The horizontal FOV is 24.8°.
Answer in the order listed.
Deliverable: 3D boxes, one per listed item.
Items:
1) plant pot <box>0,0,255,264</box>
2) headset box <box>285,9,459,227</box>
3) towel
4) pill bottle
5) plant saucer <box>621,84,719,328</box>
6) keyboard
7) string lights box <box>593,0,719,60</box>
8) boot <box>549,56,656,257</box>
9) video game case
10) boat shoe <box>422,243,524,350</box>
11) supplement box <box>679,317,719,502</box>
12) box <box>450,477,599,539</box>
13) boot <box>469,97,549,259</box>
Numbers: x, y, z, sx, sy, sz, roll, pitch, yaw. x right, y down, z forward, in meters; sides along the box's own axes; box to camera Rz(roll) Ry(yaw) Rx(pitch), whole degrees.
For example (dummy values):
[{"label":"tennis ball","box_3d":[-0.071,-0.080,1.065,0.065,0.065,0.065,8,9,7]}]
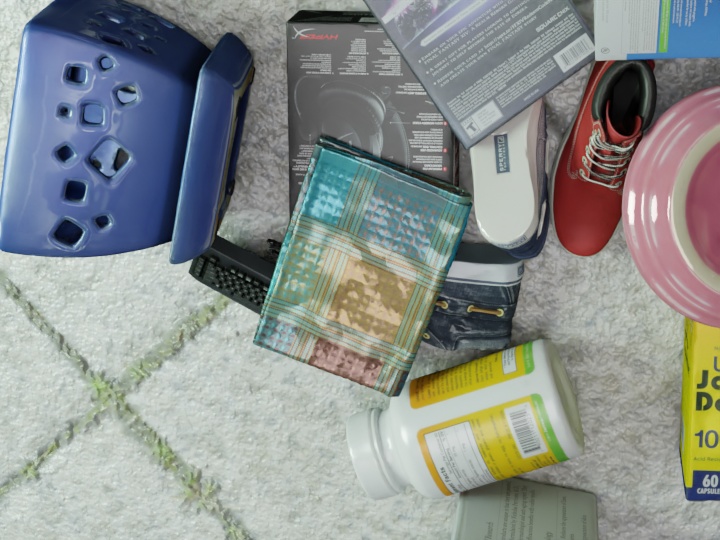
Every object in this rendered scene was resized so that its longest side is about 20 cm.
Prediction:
[{"label":"plant pot","box_3d":[-0.194,-0.118,1.409,0.179,0.200,0.201,11,108,-2]},{"label":"headset box","box_3d":[0.013,-0.123,1.436,0.148,0.077,0.201,1,108,7]},{"label":"towel","box_3d":[0.000,0.000,1.424,0.146,0.022,0.201,20,108,2]},{"label":"pill bottle","box_3d":[0.094,0.143,1.489,0.199,0.111,0.111,-18,104,13]},{"label":"plant saucer","box_3d":[0.313,-0.051,1.317,0.200,0.051,0.202,-1,94,-10]},{"label":"keyboard","box_3d":[-0.059,0.022,1.488,0.199,0.021,0.127,28,144,-1]},{"label":"string lights box","box_3d":[0.283,-0.220,1.275,0.199,0.059,0.103,0,143,6]},{"label":"boot","box_3d":[0.205,-0.092,1.384,0.072,0.144,0.201,12,110,2]},{"label":"video game case","box_3d":[0.090,-0.221,1.353,0.143,0.019,0.200,-35,104,3]},{"label":"boat shoe","box_3d":[0.045,0.020,1.480,0.199,0.071,0.091,7,110,6]},{"label":"supplement box","box_3d":[0.341,0.093,1.440,0.108,0.110,0.201,1,107,8]},{"label":"box","box_3d":[0.136,0.318,1.491,0.130,0.200,0.200,10,109,4]},{"label":"boot","box_3d":[0.131,-0.111,1.433,0.072,0.090,0.201,0,79,16]}]
